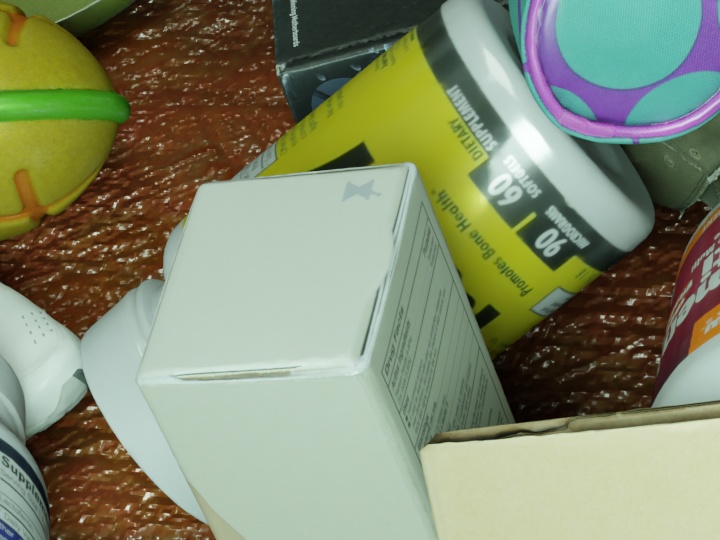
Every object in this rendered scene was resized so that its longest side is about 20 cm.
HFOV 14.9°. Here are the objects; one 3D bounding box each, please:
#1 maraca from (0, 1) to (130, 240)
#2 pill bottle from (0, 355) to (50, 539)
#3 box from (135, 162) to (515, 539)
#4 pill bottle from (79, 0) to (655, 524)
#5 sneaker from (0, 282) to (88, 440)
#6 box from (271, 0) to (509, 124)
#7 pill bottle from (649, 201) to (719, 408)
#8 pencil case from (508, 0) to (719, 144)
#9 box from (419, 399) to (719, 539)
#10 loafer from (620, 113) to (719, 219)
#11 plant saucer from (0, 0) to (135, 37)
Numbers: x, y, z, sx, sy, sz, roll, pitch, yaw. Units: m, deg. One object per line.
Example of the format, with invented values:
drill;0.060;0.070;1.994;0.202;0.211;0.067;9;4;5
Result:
maraca;-0.194;-0.063;1.219;0.199;0.137;0.108;-5;86;34
pill bottle;-0.171;0.117;1.006;0.115;0.116;0.201;-16;40;8
box;0.003;0.068;0.913;0.077;0.201;0.095;-4;43;20
pill bottle;0.000;0.000;1.024;0.200;0.114;0.115;-39;38;13
sneaker;-0.193;0.017;1.148;0.199;0.087;0.075;17;52;36
box;0.048;-0.134;1.206;0.163;0.086;0.201;-14;40;9
pill bottle;0.148;0.049;0.897;0.109;0.110;0.200;-9;21;15
pencil case;0.095;-0.110;0.994;0.093;0.085;0.200;-59;10;16
box;0.113;0.136;0.804;0.163;0.201;0.021;-7;12;18
loafer;0.147;-0.063;1.037;0.075;0.070;0.200;-53;12;-15
plant saucer;-0.166;-0.165;1.380;0.199;0.031;0.201;-12;42;11
